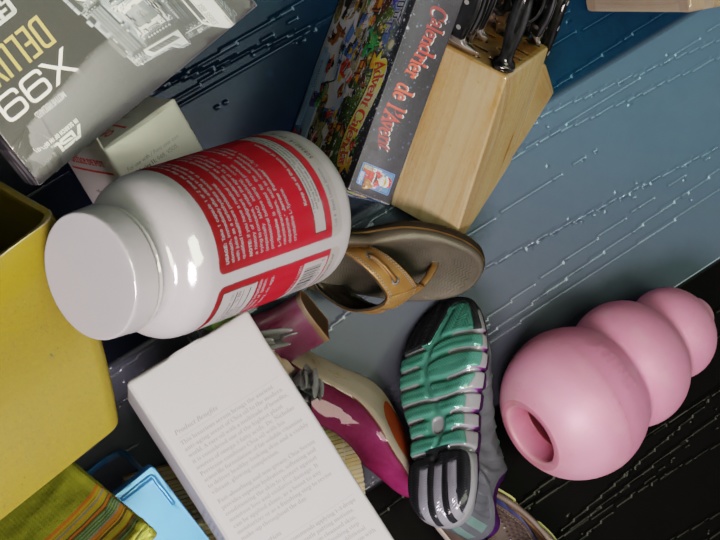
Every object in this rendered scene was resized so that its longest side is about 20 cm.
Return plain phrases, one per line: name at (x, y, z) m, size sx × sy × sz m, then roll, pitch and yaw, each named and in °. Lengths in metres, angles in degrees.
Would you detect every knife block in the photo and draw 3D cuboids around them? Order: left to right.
knife block at (0.086, -0.141, 1.692) m, size 0.064 × 0.176 × 0.200 m, roll 30°, pitch 82°, yaw 20°

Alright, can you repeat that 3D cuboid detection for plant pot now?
plant pot at (-0.284, 0.064, 1.543) m, size 0.200 × 0.200 × 0.177 m, roll -38°, pitch 120°, yaw -16°

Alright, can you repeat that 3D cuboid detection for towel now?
towel at (-0.227, 0.168, 1.572) m, size 0.086 × 0.200 × 0.018 m, roll -43°, pitch 131°, yaw -15°

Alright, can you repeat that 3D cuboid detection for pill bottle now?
pill bottle at (-0.108, -0.020, 1.484) m, size 0.200 × 0.112 × 0.112 m, roll -21°, pitch 106°, yaw -47°

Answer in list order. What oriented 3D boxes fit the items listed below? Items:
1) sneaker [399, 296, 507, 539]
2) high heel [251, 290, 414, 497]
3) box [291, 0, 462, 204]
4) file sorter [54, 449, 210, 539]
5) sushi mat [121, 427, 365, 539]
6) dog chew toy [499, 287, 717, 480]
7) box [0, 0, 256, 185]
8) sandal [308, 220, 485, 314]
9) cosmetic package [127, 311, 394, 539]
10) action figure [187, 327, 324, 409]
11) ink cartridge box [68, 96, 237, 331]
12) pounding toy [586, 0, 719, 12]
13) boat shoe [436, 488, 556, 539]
sneaker at (0.079, 0.121, 1.756) m, size 0.088 × 0.074 × 0.200 m, roll 44°, pitch 42°, yaw -45°
high heel at (-0.034, 0.112, 1.734) m, size 0.096 × 0.067 × 0.200 m, roll -30°, pitch 107°, yaw 13°
box at (0.011, -0.154, 1.673) m, size 0.038 × 0.137 × 0.200 m, roll 21°, pitch 87°, yaw -25°
file sorter at (-0.159, 0.250, 1.641) m, size 0.139 × 0.123 × 0.200 m, roll -38°, pitch 106°, yaw -8°
sushi mat at (-0.087, 0.182, 1.738) m, size 0.200 × 0.012 × 0.096 m, roll -14°, pitch 103°, yaw -23°
dog chew toy at (0.209, 0.082, 1.806) m, size 0.200 × 0.124 × 0.125 m, roll -33°, pitch 109°, yaw -25°
box at (-0.194, -0.179, 1.501) m, size 0.200 × 0.050 × 0.158 m, roll -41°, pitch 108°, yaw -15°
sandal at (0.000, 0.000, 1.712) m, size 0.200 × 0.055 × 0.082 m, roll 9°, pitch 137°, yaw -24°
cosmetic package at (-0.071, 0.142, 1.581) m, size 0.101 × 0.071 × 0.200 m, roll -31°, pitch 84°, yaw -12°
action figure at (-0.074, 0.123, 1.673) m, size 0.200 × 0.130 × 0.069 m, roll 63°, pitch 30°, yaw -18°
ink cartridge box at (-0.150, -0.061, 1.620) m, size 0.067 × 0.117 × 0.200 m, roll -36°, pitch 110°, yaw -18°
pounding toy at (0.237, -0.294, 1.723) m, size 0.142 × 0.200 × 0.184 m, roll -13°, pitch 102°, yaw -22°
boat shoe at (0.133, 0.239, 1.820) m, size 0.072 × 0.060 × 0.200 m, roll -47°, pitch 112°, yaw -13°
